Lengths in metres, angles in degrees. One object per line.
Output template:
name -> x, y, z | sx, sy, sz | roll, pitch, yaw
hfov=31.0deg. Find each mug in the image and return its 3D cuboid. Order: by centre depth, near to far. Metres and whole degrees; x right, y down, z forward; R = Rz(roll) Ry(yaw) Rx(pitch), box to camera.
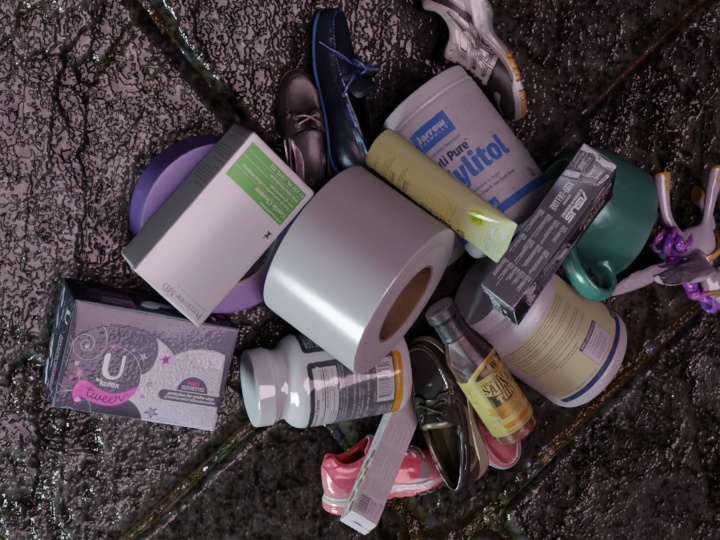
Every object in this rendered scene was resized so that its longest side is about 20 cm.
mug -> 0.292, -0.073, 1.652 | 0.113, 0.186, 0.153 | 24, 114, -22

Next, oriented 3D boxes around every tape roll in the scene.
tape roll -> 0.000, 0.000, 1.519 | 0.138, 0.203, 0.204 | 35, 88, 16
tape roll -> -0.171, -0.056, 1.542 | 0.197, 0.085, 0.204 | -4, 102, -18

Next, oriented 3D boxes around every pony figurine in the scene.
pony figurine -> 0.430, -0.031, 1.744 | 0.190, 0.166, 0.204 | -8, 89, -26

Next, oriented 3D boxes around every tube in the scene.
tube -> 0.095, -0.088, 1.500 | 0.199, 0.058, 0.052 | 38, 98, 15

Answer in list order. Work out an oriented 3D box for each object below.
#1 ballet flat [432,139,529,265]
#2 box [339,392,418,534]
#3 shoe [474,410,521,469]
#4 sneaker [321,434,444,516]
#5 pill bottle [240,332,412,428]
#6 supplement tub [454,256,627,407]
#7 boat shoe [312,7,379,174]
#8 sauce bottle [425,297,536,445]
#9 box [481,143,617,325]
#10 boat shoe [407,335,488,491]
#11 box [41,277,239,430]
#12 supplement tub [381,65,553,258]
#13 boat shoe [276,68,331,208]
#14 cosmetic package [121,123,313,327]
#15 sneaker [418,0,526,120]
ballet flat -> 0.150, -0.086, 1.661 | 0.069, 0.069, 0.201 | 37, 88, -23
box -> 0.031, 0.237, 1.639 | 0.041, 0.039, 0.202 | 31, 53, -9
shoe -> 0.171, 0.190, 1.714 | 0.071, 0.091, 0.202 | -30, 110, -11
sneaker -> 0.040, 0.251, 1.690 | 0.197, 0.074, 0.088 | -16, 105, -16
pill bottle -> -0.043, 0.131, 1.612 | 0.197, 0.116, 0.119 | -8, 104, -17
supplement tub -> 0.232, 0.070, 1.682 | 0.199, 0.145, 0.146 | 35, 89, -23
boat shoe -> -0.007, -0.217, 1.563 | 0.084, 0.068, 0.203 | -37, 120, -55
sauce bottle -> 0.147, 0.125, 1.611 | 0.066, 0.066, 0.201 | -38, 110, -8
box -> 0.221, -0.039, 1.511 | 0.049, 0.158, 0.201 | 36, 87, 12
boat shoe -> 0.105, 0.184, 1.645 | 0.066, 0.071, 0.204 | -36, 109, -54
box -> -0.260, 0.101, 1.526 | 0.197, 0.115, 0.134 | 12, 97, -21
supplement tub -> 0.131, -0.130, 1.572 | 0.131, 0.132, 0.201 | -36, 84, -9
boat shoe -> -0.061, -0.142, 1.577 | 0.066, 0.057, 0.204 | -9, 105, -18
cosmetic package -> -0.161, -0.052, 1.456 | 0.107, 0.085, 0.201 | 41, 85, -25
sneaker -> 0.139, -0.270, 1.622 | 0.087, 0.076, 0.202 | -28, 102, -1
